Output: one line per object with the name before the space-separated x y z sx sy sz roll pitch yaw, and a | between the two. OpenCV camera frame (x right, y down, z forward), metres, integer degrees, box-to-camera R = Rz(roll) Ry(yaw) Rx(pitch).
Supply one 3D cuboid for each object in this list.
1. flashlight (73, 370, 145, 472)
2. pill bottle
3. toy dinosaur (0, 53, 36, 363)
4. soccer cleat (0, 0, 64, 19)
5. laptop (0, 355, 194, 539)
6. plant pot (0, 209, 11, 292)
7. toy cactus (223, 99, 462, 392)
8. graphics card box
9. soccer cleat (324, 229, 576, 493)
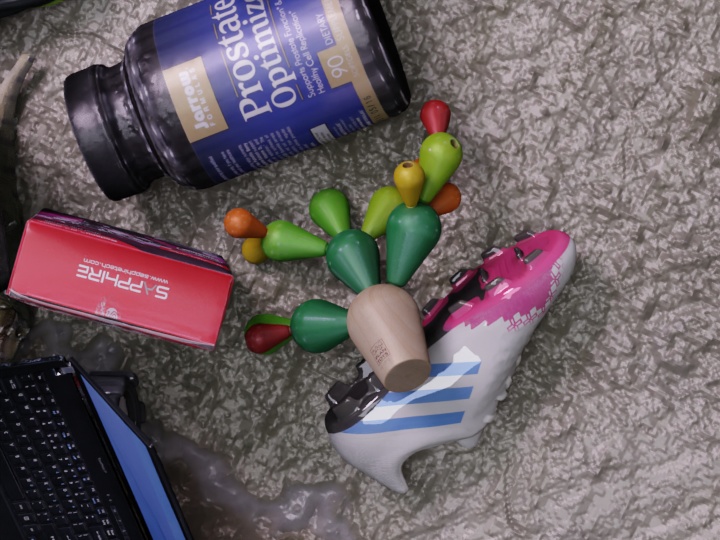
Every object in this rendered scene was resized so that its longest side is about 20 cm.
flashlight | -0.242 0.100 1.511 0.199 0.068 0.068 -3 101 12
pill bottle | -0.078 -0.117 1.458 0.199 0.112 0.112 -21 89 7
toy dinosaur | -0.255 -0.041 1.516 0.088 0.047 0.201 0 91 -8
soccer cleat | -0.269 -0.178 1.495 0.199 0.081 0.068 -18 89 7
laptop | -0.186 0.151 1.433 0.199 0.103 0.178 -9 126 13
plant pot | -0.312 -0.049 1.396 0.177 0.199 0.201 -11 98 -15
toy cactus | 0.000 0.000 1.439 0.200 0.102 0.165 -38 48 15
graphics card box | -0.144 0.003 1.415 0.125 0.200 0.051 15 91 -5
soccer cleat | 0.069 0.058 1.474 0.200 0.070 0.086 -40 108 5
